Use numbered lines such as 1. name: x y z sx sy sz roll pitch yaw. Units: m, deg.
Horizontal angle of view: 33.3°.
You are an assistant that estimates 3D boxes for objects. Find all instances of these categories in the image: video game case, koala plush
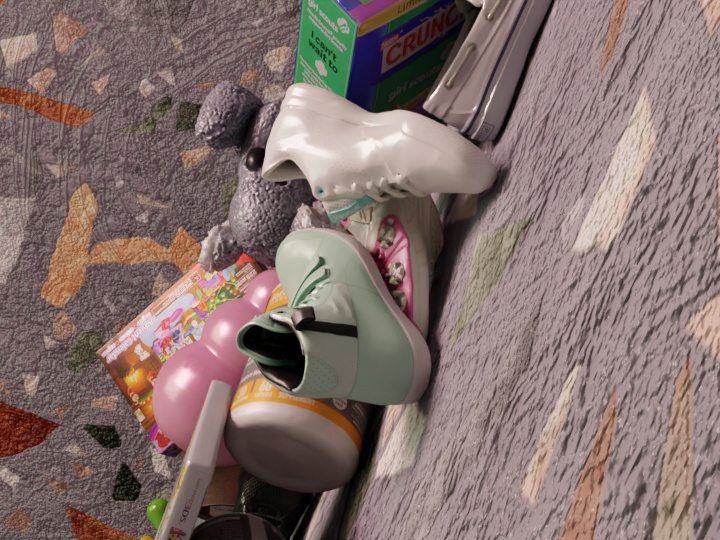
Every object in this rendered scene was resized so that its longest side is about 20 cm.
1. video game case: -0.143 0.198 0.933 0.200 0.023 0.185 -98 28 -79
2. koala plush: -0.073 -0.076 1.205 0.201 0.174 0.186 -77 -27 -51

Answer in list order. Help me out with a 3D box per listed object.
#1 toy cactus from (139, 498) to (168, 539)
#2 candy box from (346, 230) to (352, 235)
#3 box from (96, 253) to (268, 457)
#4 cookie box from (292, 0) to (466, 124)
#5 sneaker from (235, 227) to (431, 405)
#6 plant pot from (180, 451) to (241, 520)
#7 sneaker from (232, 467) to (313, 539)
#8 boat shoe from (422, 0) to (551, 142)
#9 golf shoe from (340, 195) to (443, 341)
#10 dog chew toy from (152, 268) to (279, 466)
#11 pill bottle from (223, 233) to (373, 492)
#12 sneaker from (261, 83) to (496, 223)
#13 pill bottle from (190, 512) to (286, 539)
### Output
1. toy cactus: -0.168 0.335 1.228 0.165 0.100 0.204 -177 80 -76
2. candy box: -0.030 0.026 1.386 0.200 0.056 0.118 130 160 -68
3. box: -0.163 0.077 1.256 0.199 0.137 0.039 -41 -21 4
4. cookie box: 0.027 -0.187 1.003 0.170 0.075 0.201 -34 -25 -27
5. sneaker: -0.043 0.022 0.862 0.201 0.117 0.075 47 123 49
6. plant pot: -0.128 0.170 1.324 0.187 0.184 0.203 123 155 -61
7. sneaker: -0.096 0.259 1.130 0.115 0.075 0.201 -85 15 -58
8. boat shoe: 0.105 -0.202 0.916 0.074 0.066 0.203 140 150 -76
9. golf shoe: 0.036 -0.018 0.943 0.075 0.091 0.202 -42 44 38
10. dog chew toy: -0.110 0.086 1.155 0.201 0.124 0.125 -54 6 -3
11. pill bottle: -0.036 0.074 1.017 0.117 0.115 0.202 120 169 -52
12. sneaker: 0.009 -0.072 0.892 0.075 0.198 0.089 39 -106 -51
13. pill bottle: -0.097 0.262 0.941 0.200 0.112 0.115 168 123 -83
